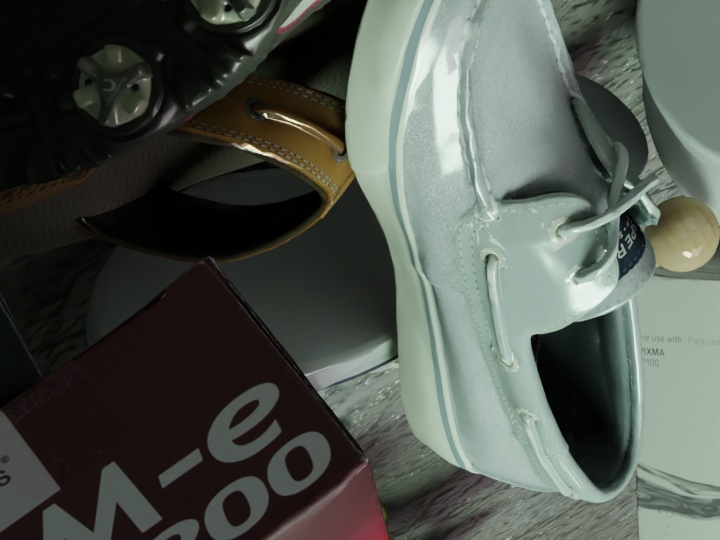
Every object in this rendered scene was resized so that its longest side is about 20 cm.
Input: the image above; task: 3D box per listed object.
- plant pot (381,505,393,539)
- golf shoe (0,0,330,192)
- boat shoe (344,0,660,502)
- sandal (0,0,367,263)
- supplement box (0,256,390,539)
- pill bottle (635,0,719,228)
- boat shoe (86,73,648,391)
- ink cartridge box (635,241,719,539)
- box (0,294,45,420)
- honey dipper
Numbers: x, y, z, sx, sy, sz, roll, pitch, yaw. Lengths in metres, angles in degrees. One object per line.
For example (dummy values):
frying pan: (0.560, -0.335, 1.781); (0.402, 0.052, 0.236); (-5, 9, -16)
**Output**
plant pot: (-0.070, 0.132, 0.780); (0.192, 0.201, 0.200); (-24, 160, -1)
golf shoe: (-0.020, -0.080, 0.598); (0.200, 0.077, 0.088); (-36, 168, 8)
boat shoe: (0.047, -0.013, 0.729); (0.070, 0.071, 0.201); (-50, 149, -31)
sandal: (-0.036, -0.031, 0.706); (0.200, 0.055, 0.082); (-24, 159, -41)
supplement box: (-0.045, 0.093, 0.600); (0.109, 0.061, 0.200); (-36, 153, -12)
pill bottle: (0.152, -0.052, 0.869); (0.116, 0.117, 0.200); (-37, 160, 8)
boat shoe: (0.000, 0.000, 0.829); (0.200, 0.072, 0.066); (-30, 157, -36)
ink cartridge box: (0.180, 0.088, 1.109); (0.083, 0.201, 0.146); (4, -171, 41)
box: (-0.204, 0.046, 0.539); (0.200, 0.118, 0.197); (-7, 147, -50)
honey dipper: (0.083, 0.001, 0.908); (0.038, 0.038, 0.200); (-29, 179, -12)
